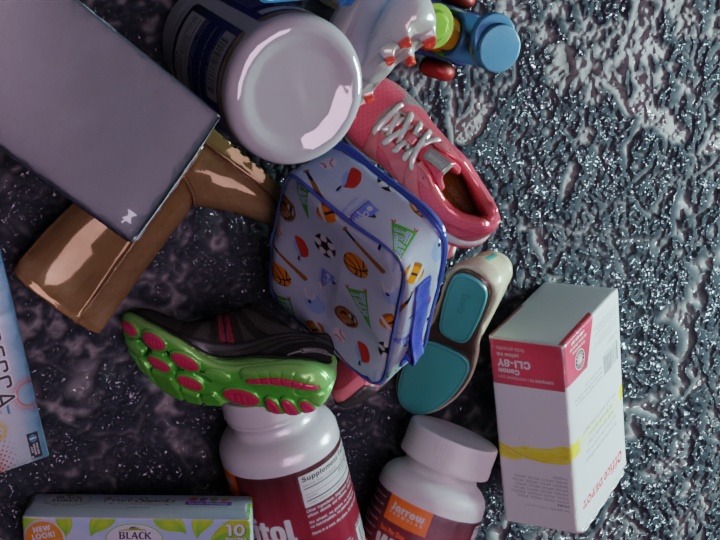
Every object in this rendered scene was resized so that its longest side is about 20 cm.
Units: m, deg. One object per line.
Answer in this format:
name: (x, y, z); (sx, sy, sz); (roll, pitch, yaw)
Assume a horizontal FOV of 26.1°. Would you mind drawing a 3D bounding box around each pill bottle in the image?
pill bottle: (0.057, 0.250, 1.506); (0.109, 0.109, 0.202); (16, 98, -30)
pill bottle: (-0.087, -0.166, 1.248); (0.114, 0.200, 0.117); (-9, 114, -22)
pill bottle: (-0.065, 0.191, 1.423); (0.112, 0.113, 0.202); (-22, 114, -20)

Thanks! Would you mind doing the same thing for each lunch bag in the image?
lunch bag: (0.000, 0.000, 1.324); (0.075, 0.160, 0.201); (-40, 156, -31)

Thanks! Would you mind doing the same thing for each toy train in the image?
toy train: (0.036, -0.219, 1.346); (0.198, 0.115, 0.086); (12, 99, -30)

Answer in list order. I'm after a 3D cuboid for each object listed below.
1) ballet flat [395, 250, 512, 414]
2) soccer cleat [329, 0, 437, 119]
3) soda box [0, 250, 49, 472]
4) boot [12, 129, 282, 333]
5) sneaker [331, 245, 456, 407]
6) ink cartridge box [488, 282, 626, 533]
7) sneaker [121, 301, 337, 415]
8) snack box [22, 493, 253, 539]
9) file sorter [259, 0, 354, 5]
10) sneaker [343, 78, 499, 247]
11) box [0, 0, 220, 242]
ballet flat: (0.091, 0.057, 1.471); (0.069, 0.070, 0.201); (0, 138, -27)
soccer cleat: (-0.011, -0.181, 1.308); (0.069, 0.199, 0.078); (-4, 67, -45)
soda box: (-0.315, 0.065, 1.282); (0.068, 0.063, 0.203); (-17, 113, -22)
boot: (-0.172, -0.030, 1.332); (0.175, 0.066, 0.201); (39, 88, -27)
sneaker: (0.009, 0.027, 1.446); (0.086, 0.074, 0.202); (29, 84, -21)
ink cartridge box: (0.196, 0.133, 1.523); (0.145, 0.082, 0.203); (-37, 126, -54)
sneaker: (-0.114, 0.070, 1.354); (0.197, 0.084, 0.077); (14, 132, 9)
snack box: (-0.193, 0.272, 1.371); (0.197, 0.053, 0.144); (0, 106, 0)
file sorter: (-0.057, -0.322, 1.179); (0.122, 0.201, 0.139); (-14, 158, -49)
sneaker: (0.056, -0.106, 1.377); (0.200, 0.087, 0.074); (45, 81, -7)
box: (-0.243, -0.142, 1.178); (0.199, 0.196, 0.125); (38, 87, -31)
